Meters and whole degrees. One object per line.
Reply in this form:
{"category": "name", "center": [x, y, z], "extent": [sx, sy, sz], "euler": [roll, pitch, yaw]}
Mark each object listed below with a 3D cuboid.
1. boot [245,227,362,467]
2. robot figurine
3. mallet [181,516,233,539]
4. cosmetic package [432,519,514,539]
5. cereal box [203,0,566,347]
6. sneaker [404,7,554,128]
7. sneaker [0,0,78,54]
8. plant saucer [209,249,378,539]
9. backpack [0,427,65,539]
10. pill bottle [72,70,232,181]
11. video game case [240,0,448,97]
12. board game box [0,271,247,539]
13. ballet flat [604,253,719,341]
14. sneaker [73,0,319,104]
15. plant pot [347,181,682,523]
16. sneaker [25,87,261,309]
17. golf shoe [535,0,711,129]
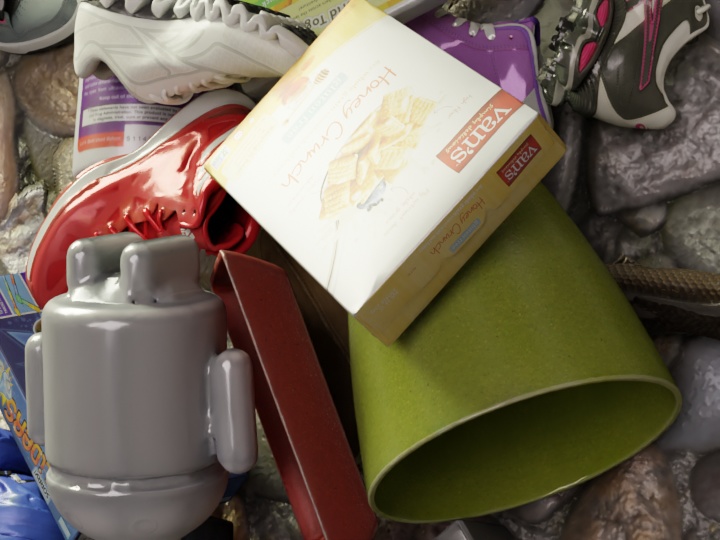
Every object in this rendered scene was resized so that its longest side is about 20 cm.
{"category": "boot", "center": [0.000, 0.000, 1.020], "extent": [0.176, 0.066, 0.201], "euler": [-53, 56, 41]}
{"category": "robot figurine", "center": [-0.135, 0.080, 0.940], "extent": [0.168, 0.113, 0.203], "euler": [5, 99, 31]}
{"category": "mallet", "center": [-0.080, 0.182, 0.995], "extent": [0.200, 0.041, 0.067], "euler": [146, 131, -62]}
{"category": "cosmetic package", "center": [0.089, 0.260, 0.927], "extent": [0.107, 0.090, 0.201], "euler": [-40, 62, 15]}
{"category": "cereal box", "center": [0.007, -0.063, 0.871], "extent": [0.144, 0.040, 0.200], "euler": [-48, 40, -1]}
{"category": "sneaker", "center": [0.059, -0.153, 1.038], "extent": [0.114, 0.073, 0.202], "euler": [-34, 72, 8]}
{"category": "sneaker", "center": [-0.316, -0.228, 1.210], "extent": [0.198, 0.120, 0.085], "euler": [7, 83, 28]}
{"category": "plant saucer", "center": [-0.041, 0.086, 0.960], "extent": [0.036, 0.200, 0.202], "euler": [-19, 87, -9]}
{"category": "backpack", "center": [-0.264, 0.194, 1.077], "extent": [0.198, 0.162, 0.170], "euler": [4, 79, 29]}
{"category": "pill bottle", "center": [-0.145, -0.157, 1.113], "extent": [0.110, 0.111, 0.203], "euler": [-2, 79, 27]}
{"category": "video game case", "center": [-0.014, -0.237, 1.024], "extent": [0.198, 0.023, 0.184], "euler": [-24, 71, 22]}
{"category": "board game box", "center": [-0.182, 0.084, 1.070], "extent": [0.201, 0.134, 0.035], "euler": [57, 133, 25]}
{"category": "ballet flat", "center": [0.222, 0.021, 0.924], "extent": [0.198, 0.068, 0.047], "euler": [6, 50, 31]}
{"category": "sneaker", "center": [-0.107, -0.143, 1.005], "extent": [0.198, 0.075, 0.082], "euler": [18, 97, 30]}
{"category": "plant pot", "center": [0.066, 0.018, 0.908], "extent": [0.186, 0.187, 0.202], "euler": [-28, 62, 20]}
{"category": "sneaker", "center": [-0.137, -0.028, 0.999], "extent": [0.200, 0.078, 0.116], "euler": [-45, 29, 8]}
{"category": "golf shoe", "center": [0.183, -0.185, 0.983], "extent": [0.087, 0.077, 0.202], "euler": [22, 82, -2]}
